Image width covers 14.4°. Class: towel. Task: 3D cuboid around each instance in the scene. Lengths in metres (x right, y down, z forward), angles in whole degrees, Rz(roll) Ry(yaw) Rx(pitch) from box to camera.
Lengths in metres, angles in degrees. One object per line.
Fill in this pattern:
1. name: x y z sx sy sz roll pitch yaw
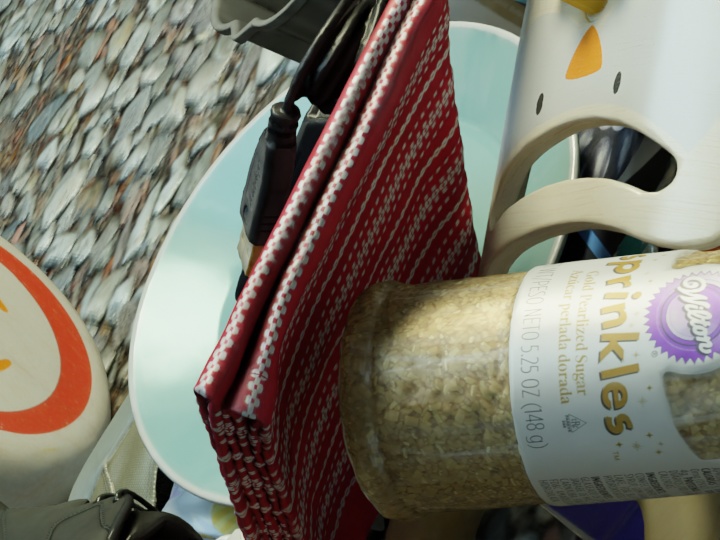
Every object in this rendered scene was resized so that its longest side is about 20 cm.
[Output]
1. towel: 0.001 0.016 0.846 0.200 0.022 0.145 78 -145 -66

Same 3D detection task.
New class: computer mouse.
1. computer mouse: -0.003 -0.029 0.914 0.141 0.046 0.201 -57 -6 -45

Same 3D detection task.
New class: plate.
1. plate: 0.000 0.000 1.018 0.199 0.026 0.201 -26 43 27

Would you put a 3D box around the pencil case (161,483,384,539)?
1. pencil case: -0.014 0.039 1.086 0.091 0.083 0.201 -36 31 56

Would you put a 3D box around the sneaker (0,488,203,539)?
1. sneaker: -0.096 0.113 0.981 0.091 0.076 0.200 -50 28 -3

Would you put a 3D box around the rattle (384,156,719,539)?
1. rattle: 0.047 0.046 0.835 0.201 0.142 0.130 -63 33 11

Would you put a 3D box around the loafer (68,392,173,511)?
1. loafer: -0.050 0.044 1.192 0.069 0.075 0.201 17 81 56

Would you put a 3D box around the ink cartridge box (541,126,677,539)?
1. ink cartridge box: 0.112 -0.014 0.938 0.199 0.043 0.200 -55 23 11

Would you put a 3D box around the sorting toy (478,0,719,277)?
1. sorting toy: 0.095 -0.079 0.873 0.199 0.106 0.181 -13 52 56

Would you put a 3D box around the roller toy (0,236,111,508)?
1. roller toy: -0.227 0.068 1.369 0.140 0.199 0.183 -48 30 28

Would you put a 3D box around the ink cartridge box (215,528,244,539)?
1. ink cartridge box: -0.044 0.205 0.937 0.147 0.082 0.200 -50 24 23

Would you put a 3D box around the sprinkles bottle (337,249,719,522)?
1. sprinkles bottle: 0.096 0.027 0.759 0.199 0.068 0.069 -7 47 22

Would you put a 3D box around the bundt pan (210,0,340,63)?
1. bundt pan: 0.017 -0.175 1.300 0.202 0.075 0.203 -46 26 30

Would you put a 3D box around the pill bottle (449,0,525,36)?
1. pill bottle: 0.090 -0.192 1.119 0.200 0.111 0.111 -51 23 18
